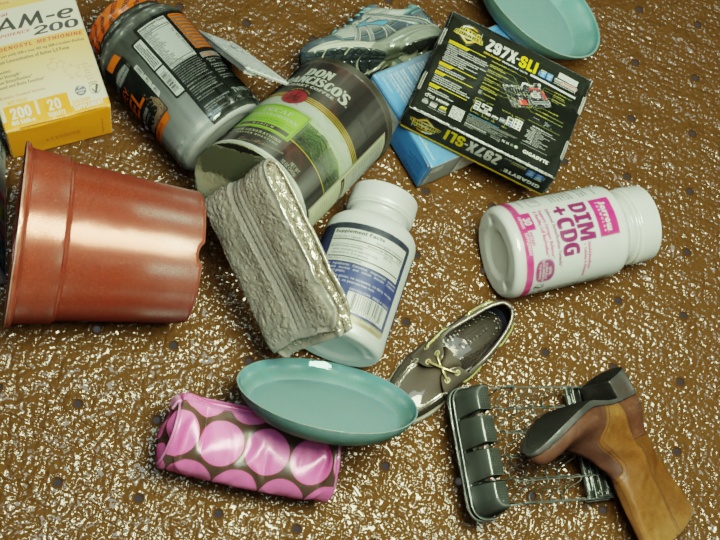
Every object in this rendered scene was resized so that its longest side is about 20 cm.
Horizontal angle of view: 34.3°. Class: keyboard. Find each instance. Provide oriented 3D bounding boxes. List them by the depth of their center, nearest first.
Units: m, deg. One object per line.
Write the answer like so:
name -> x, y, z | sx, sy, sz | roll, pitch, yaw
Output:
keyboard -> -0.141, -0.255, 1.389 | 0.056, 0.200, 0.011 | 11, 108, -27

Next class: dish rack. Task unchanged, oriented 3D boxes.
dish rack -> 0.204, 0.202, 1.336 | 0.199, 0.055, 0.154 | 2, 69, -31

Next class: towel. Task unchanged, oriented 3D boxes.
towel -> -0.091, -0.008, 1.246 | 0.034, 0.132, 0.201 | -29, 93, -43

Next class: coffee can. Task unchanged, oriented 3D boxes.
coffee can -> -0.074, -0.133, 1.337 | 0.146, 0.147, 0.200 | 37, 49, 4

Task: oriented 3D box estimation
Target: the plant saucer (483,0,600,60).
plant saucer -> 0.228, -0.347, 1.540 | 0.199, 0.036, 0.201 | 21, 46, -23

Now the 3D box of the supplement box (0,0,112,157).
supplement box -> -0.383, -0.249, 1.383 | 0.126, 0.074, 0.201 | -18, 74, -15

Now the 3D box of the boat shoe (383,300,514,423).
boat shoe -> 0.103, 0.104, 1.358 | 0.200, 0.060, 0.072 | -37, 81, -22

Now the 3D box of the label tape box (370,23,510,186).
label tape box -> 0.125, -0.211, 1.482 | 0.199, 0.063, 0.145 | -25, 76, -22

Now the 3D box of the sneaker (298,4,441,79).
sneaker -> 0.007, -0.293, 1.494 | 0.199, 0.078, 0.087 | -14, 61, -24

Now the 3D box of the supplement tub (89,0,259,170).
supplement tub -> -0.223, -0.228, 1.383 | 0.122, 0.123, 0.200 | -37, 80, -22

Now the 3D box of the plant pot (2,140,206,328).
plant pot -> -0.277, -0.026, 1.268 | 0.194, 0.201, 0.202 | 8, 68, -18

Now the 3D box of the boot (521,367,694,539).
boot -> 0.280, 0.236, 1.313 | 0.188, 0.068, 0.201 | -28, 94, -47

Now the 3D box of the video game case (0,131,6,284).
video game case -> -0.412, -0.103, 1.253 | 0.023, 0.200, 0.183 | -4, 70, -6

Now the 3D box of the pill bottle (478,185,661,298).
pill bottle -> 0.255, -0.040, 1.416 | 0.199, 0.113, 0.114 | -12, 72, -16

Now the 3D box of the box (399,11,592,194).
box -> 0.167, -0.206, 1.429 | 0.199, 0.049, 0.160 | 25, 62, -3

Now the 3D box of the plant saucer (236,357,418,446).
plant saucer -> -0.038, 0.144, 1.264 | 0.199, 0.200, 0.028 | 11, 105, -8

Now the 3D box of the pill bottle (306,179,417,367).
pill bottle -> 0.000, 0.000, 1.349 | 0.111, 0.111, 0.201 | 21, 66, -3

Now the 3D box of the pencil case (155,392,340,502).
pencil case -> -0.120, 0.188, 1.265 | 0.199, 0.091, 0.094 | 11, 107, -10
